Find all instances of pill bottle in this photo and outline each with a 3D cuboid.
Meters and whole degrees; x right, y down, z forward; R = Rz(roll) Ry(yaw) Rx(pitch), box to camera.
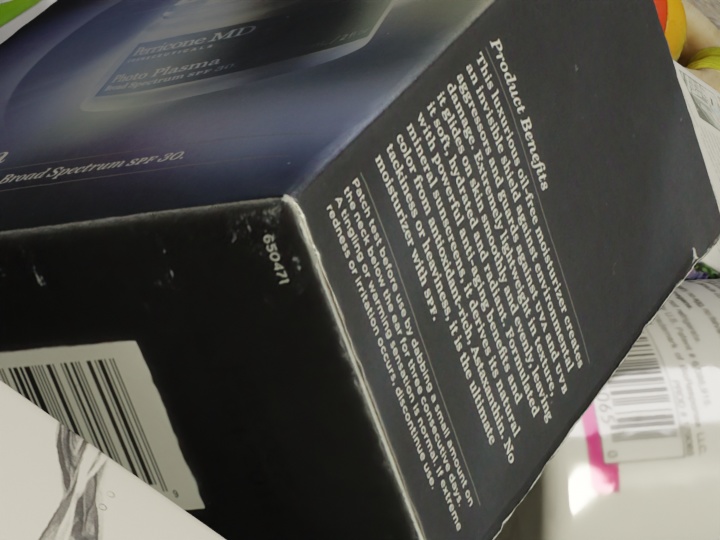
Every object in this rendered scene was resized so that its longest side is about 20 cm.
[{"bbox_3d":[0.125,0.058,0.867,0.199,0.114,0.114,-3,47,-22],"label":"pill bottle"}]

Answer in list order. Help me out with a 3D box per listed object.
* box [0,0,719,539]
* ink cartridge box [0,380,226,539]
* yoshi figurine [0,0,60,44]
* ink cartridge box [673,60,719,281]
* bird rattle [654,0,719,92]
[{"bbox_3d":[-0.035,-0.006,0.762,0.198,0.199,0.124,-46,123,-50],"label":"box"},{"bbox_3d":[-0.098,0.113,0.641,0.200,0.146,0.084,37,29,-9],"label":"ink cartridge box"},{"bbox_3d":[-0.152,-0.079,0.920,0.111,0.113,0.201,-9,61,-4],"label":"yoshi figurine"},{"bbox_3d":[0.106,-0.021,0.947,0.200,0.050,0.109,28,36,-47],"label":"ink cartridge box"},{"bbox_3d":[0.125,-0.096,1.280,0.199,0.113,0.163,1,35,-32],"label":"bird rattle"}]
